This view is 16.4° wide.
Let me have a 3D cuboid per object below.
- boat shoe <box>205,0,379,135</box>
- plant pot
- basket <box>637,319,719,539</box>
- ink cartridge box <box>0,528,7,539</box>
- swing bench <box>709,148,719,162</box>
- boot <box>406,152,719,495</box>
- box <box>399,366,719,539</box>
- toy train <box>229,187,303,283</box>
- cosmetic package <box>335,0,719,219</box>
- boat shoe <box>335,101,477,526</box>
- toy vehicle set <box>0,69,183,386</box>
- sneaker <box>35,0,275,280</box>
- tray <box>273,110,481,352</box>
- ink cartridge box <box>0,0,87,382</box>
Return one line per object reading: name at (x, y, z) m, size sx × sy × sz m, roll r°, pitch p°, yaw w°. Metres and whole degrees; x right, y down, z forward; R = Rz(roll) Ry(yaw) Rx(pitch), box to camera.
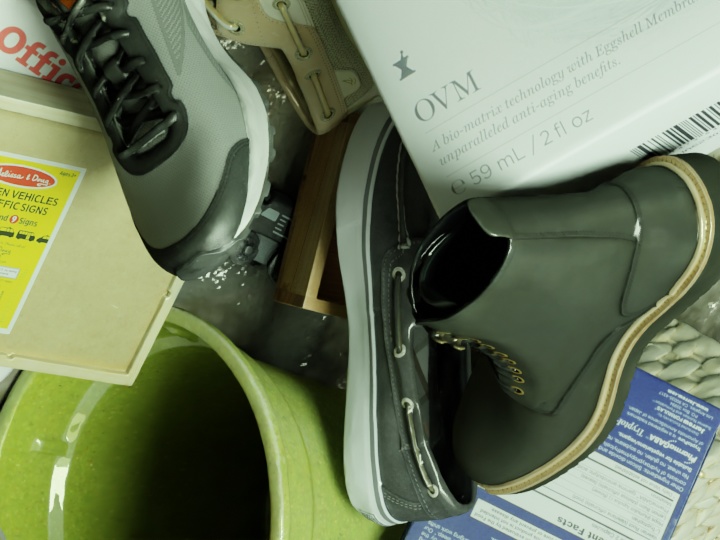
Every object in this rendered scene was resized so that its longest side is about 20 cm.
boat shoe at (-0.044, -0.129, 1.125) m, size 0.065 × 0.072 × 0.200 m, roll -41°, pitch 142°, yaw 1°
plant pot at (-0.056, 0.124, 1.252) m, size 0.184 × 0.200 × 0.201 m, roll 9°, pitch 119°, yaw -50°
basket at (0.141, 0.117, 1.361) m, size 0.200 × 0.135 × 0.124 m, roll -22°, pitch 135°, yaw -48°
ink cartridge box at (-0.206, 0.130, 1.131) m, size 0.067 × 0.200 × 0.116 m, roll -39°, pitch 137°, yaw 0°
swing bench at (0.166, -0.143, 1.204) m, size 0.199 × 0.130 × 0.200 m, roll -49°, pitch 157°, yaw 9°
boot at (0.055, 0.027, 1.055) m, size 0.138 × 0.078 × 0.200 m, roll -7°, pitch 140°, yaw -39°
box at (0.084, 0.132, 1.214) m, size 0.201 × 0.121 × 0.032 m, roll -63°, pitch 180°, yaw -19°
toy train at (0.000, 0.000, 1.285) m, size 0.200 × 0.034 × 0.046 m, roll 26°, pitch 95°, yaw -43°
cosmetic package at (0.093, -0.145, 1.055) m, size 0.199 × 0.201 × 0.123 m, roll -29°, pitch 165°, yaw 15°
boat shoe at (0.031, 0.020, 1.175) m, size 0.070 × 0.066 × 0.201 m, roll 10°, pitch 82°, yaw -56°
toy vehicle set at (-0.157, -0.021, 1.045) m, size 0.199 × 0.027 × 0.125 m, roll 12°, pitch 115°, yaw -39°
sneaker at (-0.093, -0.088, 1.000) m, size 0.074 × 0.201 × 0.079 m, roll -32°, pitch 154°, yaw 36°
tray at (0.058, -0.010, 1.265) m, size 0.199 × 0.037 × 0.099 m, roll 14°, pitch 89°, yaw -30°
ink cartridge box at (-0.183, -0.040, 1.093) m, size 0.200 × 0.084 × 0.144 m, roll -47°, pitch 135°, yaw 8°
